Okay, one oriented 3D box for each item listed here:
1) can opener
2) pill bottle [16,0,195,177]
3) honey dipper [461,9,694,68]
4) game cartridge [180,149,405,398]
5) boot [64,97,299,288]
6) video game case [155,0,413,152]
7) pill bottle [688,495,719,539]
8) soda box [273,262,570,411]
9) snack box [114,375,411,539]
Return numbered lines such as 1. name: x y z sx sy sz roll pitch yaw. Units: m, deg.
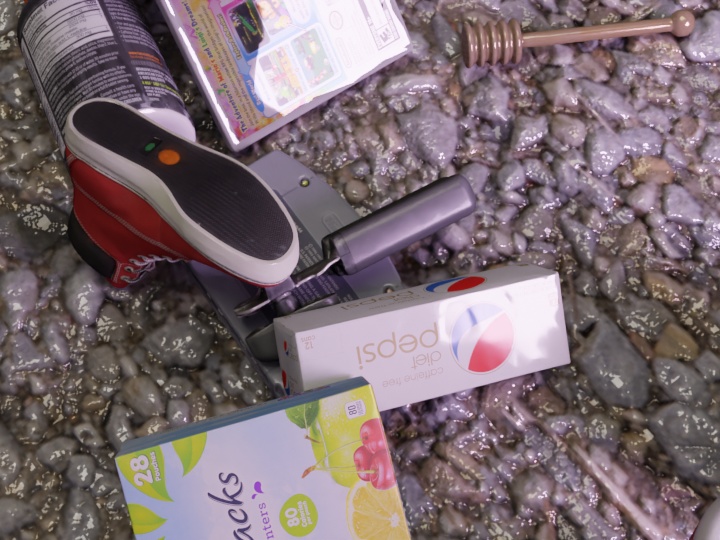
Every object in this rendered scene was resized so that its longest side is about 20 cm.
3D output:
1. can opener: 0.000 0.000 0.934 0.198 0.053 0.068 -27 96 -12
2. pill bottle: -0.213 -0.166 1.031 0.105 0.107 0.202 -22 62 -9
3. honey dipper: 0.184 -0.199 1.068 0.197 0.038 0.038 -7 61 -3
4. game cartridge: -0.048 0.005 0.971 0.132 0.041 0.201 -33 65 -10
5. boot: -0.134 -0.020 0.933 0.199 0.145 0.072 32 47 17
6. video game case: -0.070 -0.227 1.024 0.181 0.202 0.024 -31 24 -13
7. pill bottle: 0.233 0.204 0.754 0.107 0.201 0.110 -1 61 2
8. soda box: 0.044 0.049 0.891 0.197 0.064 0.069 -12 101 -17
9. snack box: -0.050 0.187 0.807 0.166 0.068 0.203 -14 91 -5
